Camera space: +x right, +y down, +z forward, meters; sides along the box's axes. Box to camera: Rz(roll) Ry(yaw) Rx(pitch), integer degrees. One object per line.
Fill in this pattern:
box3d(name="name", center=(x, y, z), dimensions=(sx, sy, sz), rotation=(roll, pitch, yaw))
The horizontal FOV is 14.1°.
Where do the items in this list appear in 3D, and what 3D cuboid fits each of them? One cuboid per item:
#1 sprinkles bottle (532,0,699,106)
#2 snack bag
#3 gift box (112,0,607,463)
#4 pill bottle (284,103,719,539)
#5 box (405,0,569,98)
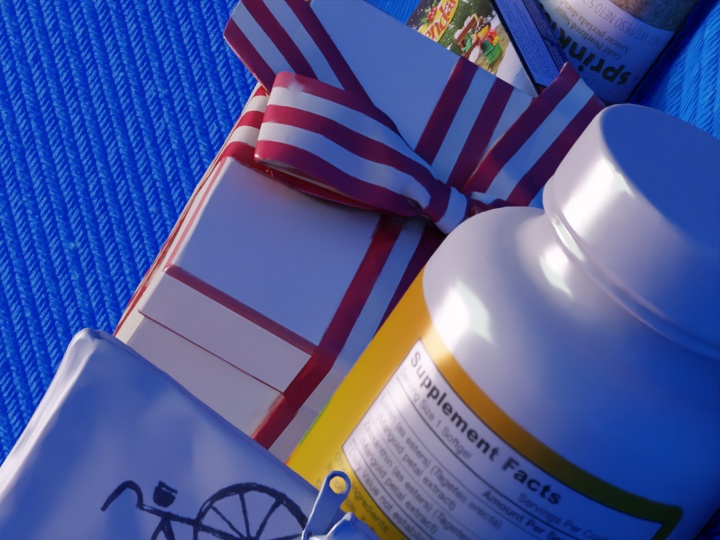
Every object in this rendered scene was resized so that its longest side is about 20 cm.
box3d(name="sprinkles bottle", center=(0.096, -0.095, 1.355), dimensions=(0.200, 0.068, 0.068), rotation=(-55, 7, 26))
box3d(name="snack bag", center=(-0.048, 0.137, 0.839), dimensions=(0.189, 0.200, 0.021), rotation=(-55, -8, 23))
box3d(name="gift box", center=(0.000, 0.000, 1.144), dimensions=(0.187, 0.184, 0.200), rotation=(-52, 15, 54))
box3d(name="pill bottle", center=(0.048, 0.053, 0.855), dimensions=(0.200, 0.111, 0.111), rotation=(-55, 7, 25))
box3d(name="box", center=(0.024, -0.031, 1.328), dimensions=(0.200, 0.038, 0.137), rotation=(-55, 32, 24))
